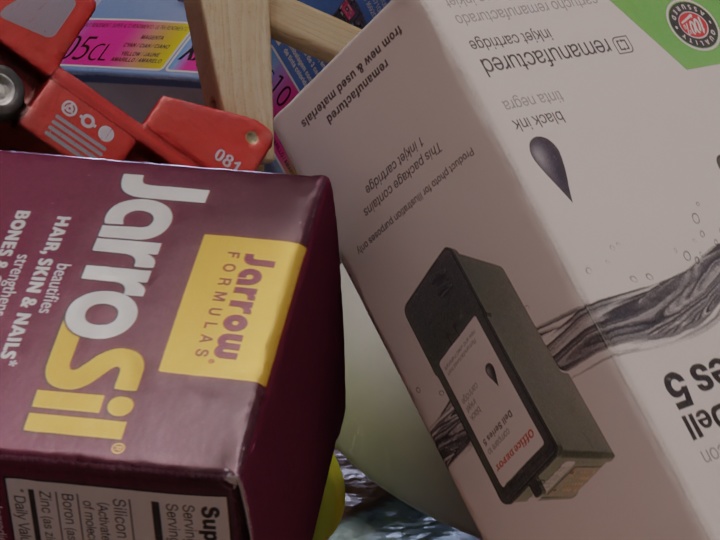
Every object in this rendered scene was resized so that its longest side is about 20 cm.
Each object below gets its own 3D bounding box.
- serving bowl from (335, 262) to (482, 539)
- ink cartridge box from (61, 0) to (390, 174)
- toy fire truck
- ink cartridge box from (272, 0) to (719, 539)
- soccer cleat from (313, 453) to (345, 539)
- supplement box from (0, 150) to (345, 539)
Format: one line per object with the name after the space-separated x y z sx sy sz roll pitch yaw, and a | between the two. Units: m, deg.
0.081 0.021 0.887 0.198 0.066 0.201 7 28 -4 | serving bowl
-0.044 -0.122 1.085 0.136 0.077 0.200 6 47 37 | ink cartridge box
-0.052 -0.063 0.944 0.199 0.142 0.049 36 -26 -8 | toy fire truck
0.085 0.010 0.757 0.145 0.201 0.084 -14 -20 -44 | ink cartridge box
-0.071 0.046 0.866 0.199 0.065 0.083 16 17 40 | soccer cleat
-0.113 0.042 0.723 0.198 0.104 0.131 4 41 8 | supplement box
